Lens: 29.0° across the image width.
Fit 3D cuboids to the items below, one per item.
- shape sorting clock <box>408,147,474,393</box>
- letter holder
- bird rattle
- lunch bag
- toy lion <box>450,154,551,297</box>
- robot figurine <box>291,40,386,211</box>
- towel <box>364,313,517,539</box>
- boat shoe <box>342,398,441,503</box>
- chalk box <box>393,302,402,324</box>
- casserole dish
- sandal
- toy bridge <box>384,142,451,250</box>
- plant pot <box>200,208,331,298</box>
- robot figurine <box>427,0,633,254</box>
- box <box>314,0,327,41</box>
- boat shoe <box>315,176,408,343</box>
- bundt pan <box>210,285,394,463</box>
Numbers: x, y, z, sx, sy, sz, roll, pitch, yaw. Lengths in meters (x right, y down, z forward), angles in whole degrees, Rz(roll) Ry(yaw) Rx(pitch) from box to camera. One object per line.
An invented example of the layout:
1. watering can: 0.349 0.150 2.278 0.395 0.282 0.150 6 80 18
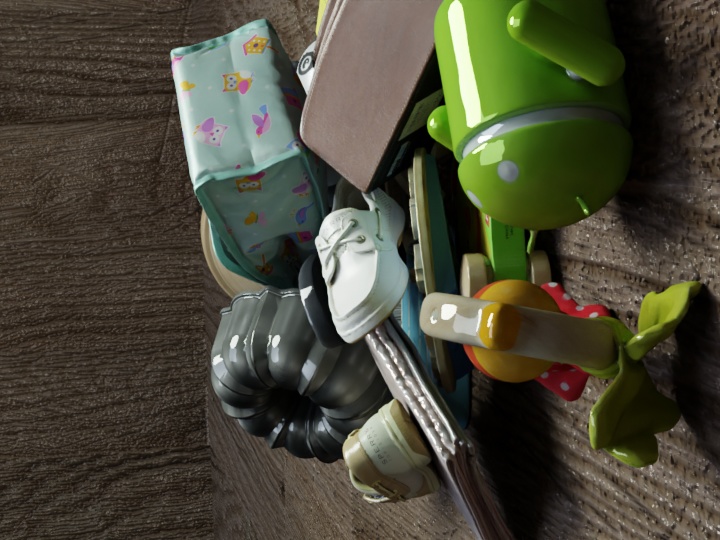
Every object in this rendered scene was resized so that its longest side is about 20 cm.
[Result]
1. shape sorting clock: 0.059 0.000 1.135 0.200 0.039 0.202 -11 -90 -85
2. letter holder: 0.014 -0.191 1.107 0.142 0.100 0.201 39 131 14
3. bird rattle: 0.114 0.034 0.870 0.200 0.162 0.113 29 103 64
4. lunch bag: -0.088 -0.093 1.253 0.200 0.121 0.171 68 -174 -57
5. toy lion: 0.100 -0.063 1.095 0.192 0.068 0.201 -105 12 -67
6. robot figurine: -0.010 -0.140 1.390 0.125 0.149 0.201 -90 5 -55
7. towel: 0.063 0.132 1.142 0.200 0.032 0.192 59 176 44
8. boat shoe: 0.021 0.155 1.139 0.074 0.066 0.200 59 176 21
9. chalk box: -0.015 0.084 1.472 0.200 0.123 0.126 115 149 -63
10. casserole dish: 0.067 0.057 1.305 0.121 0.038 0.202 -142 49 -73
11. sandal: 0.000 -0.001 1.221 0.076 0.043 0.200 60 -150 -14
12. toy bridge: 0.050 -0.086 1.301 0.067 0.027 0.200 54 156 24
13. plant pot: -0.070 -0.035 1.506 0.093 0.199 0.202 -124 33 -70
14. robot figurine: 0.112 -0.117 0.901 0.175 0.115 0.201 136 130 -63
15. box: 0.002 -0.305 1.422 0.201 0.075 0.050 101 158 -44
16. boat shoe: -0.007 -0.016 1.119 0.069 0.071 0.200 49 -161 -22
17. bundt pan: -0.054 0.109 1.297 0.202 0.201 0.076 106 -173 -54
